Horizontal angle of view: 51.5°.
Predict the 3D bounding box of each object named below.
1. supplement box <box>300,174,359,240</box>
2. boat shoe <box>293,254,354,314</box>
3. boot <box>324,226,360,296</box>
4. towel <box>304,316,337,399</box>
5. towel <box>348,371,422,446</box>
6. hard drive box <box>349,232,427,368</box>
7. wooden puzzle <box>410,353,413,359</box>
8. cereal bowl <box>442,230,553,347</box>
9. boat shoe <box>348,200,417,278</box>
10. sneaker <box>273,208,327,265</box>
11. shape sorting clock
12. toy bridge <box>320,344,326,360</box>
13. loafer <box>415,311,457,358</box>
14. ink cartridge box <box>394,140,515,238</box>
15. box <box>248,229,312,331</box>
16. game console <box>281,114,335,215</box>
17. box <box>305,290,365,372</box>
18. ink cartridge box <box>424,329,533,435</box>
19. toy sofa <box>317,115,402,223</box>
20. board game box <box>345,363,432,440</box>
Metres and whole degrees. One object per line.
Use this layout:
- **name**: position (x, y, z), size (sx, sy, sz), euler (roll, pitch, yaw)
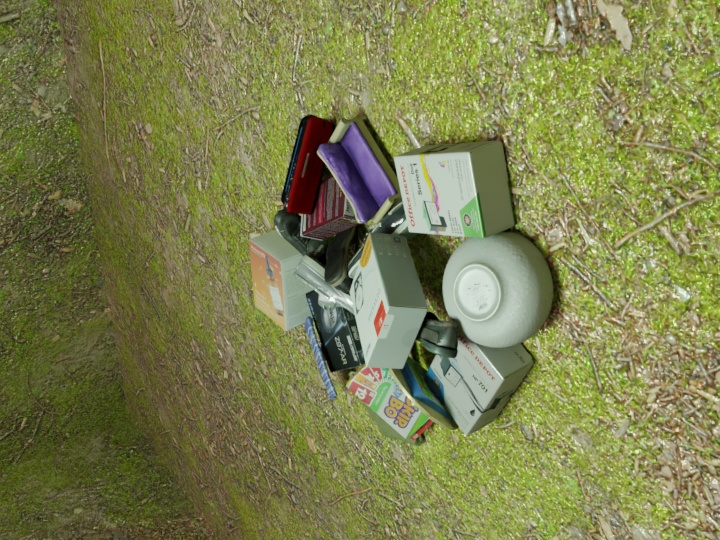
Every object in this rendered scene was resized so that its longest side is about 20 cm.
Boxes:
- **supplement box**: position (-0.058, -0.140, 1.600), size (0.199, 0.060, 0.111), euler (-17, 67, 58)
- **boat shoe**: position (-0.066, 0.049, 1.642), size (0.200, 0.070, 0.072), euler (40, 98, 20)
- **boot**: position (0.000, 0.000, 1.593), size (0.073, 0.201, 0.150), euler (-36, 115, 26)
- **towel**: position (-0.094, 0.215, 1.828), size (0.145, 0.024, 0.202), euler (109, 142, -77)
- **towel**: position (0.059, 0.313, 1.708), size (0.148, 0.036, 0.202), euler (2, 126, 56)
- **hard drive box**: position (0.048, 0.054, 1.385), size (0.201, 0.076, 0.157), euler (-105, 26, -47)
- **wooden puzzle**: position (0.060, 0.164, 1.670), size (0.184, 0.037, 0.203), euler (8, 110, 55)
- **cereal bowl**: position (0.216, 0.033, 1.254), size (0.198, 0.083, 0.203), euler (3, 95, 41)
- **boat shoe**: position (0.045, -0.062, 1.472), size (0.199, 0.075, 0.061), euler (-39, 62, 18)
- **sneaker**: position (-0.121, -0.067, 1.704), size (0.090, 0.067, 0.200), euler (31, 166, 44)
- **shape sorting clock**: position (0.124, 0.240, 1.494), size (0.039, 0.200, 0.201), euler (-43, 66, 11)
- **toy bridge**: position (-0.060, 0.156, 1.844), size (0.068, 0.027, 0.200), euler (60, 146, 15)
- **loafer**: position (0.133, 0.104, 1.348), size (0.200, 0.071, 0.064), euler (-148, 71, -73)
- **ink cartridge box**: position (0.159, -0.140, 1.291), size (0.199, 0.083, 0.147), euler (9, 116, 54)
- **box**: position (-0.193, 0.020, 1.888), size (0.152, 0.105, 0.203), euler (31, 133, 43)
- **game console**: position (-0.138, -0.231, 1.588), size (0.117, 0.172, 0.203), euler (18, 98, 22)
- **box**: position (-0.050, 0.129, 1.747), size (0.160, 0.043, 0.203), euler (-22, 85, 59)
- **ink cartridge box**: position (0.216, 0.188, 1.401), size (0.147, 0.085, 0.201), euler (52, 146, 27)
- **toy sofa**: position (0.006, -0.198, 1.472), size (0.202, 0.097, 0.083), euler (60, 146, 13)
- **board game box**: position (0.072, 0.278, 1.608), size (0.200, 0.030, 0.096), euler (41, 107, -9)
